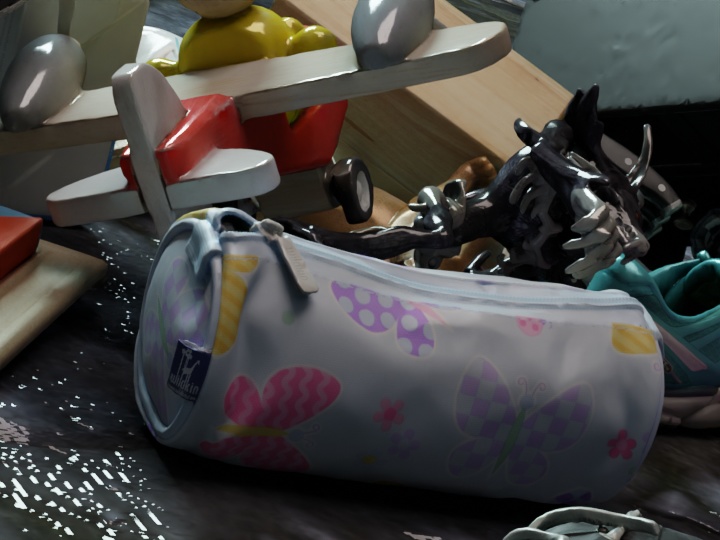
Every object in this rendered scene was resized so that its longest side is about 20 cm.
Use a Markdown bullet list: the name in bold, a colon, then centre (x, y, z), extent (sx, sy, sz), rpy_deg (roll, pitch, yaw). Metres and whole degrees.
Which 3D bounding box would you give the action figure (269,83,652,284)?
- **action figure**: centre (0.061, -0.003, 0.932), extent (0.199, 0.119, 0.102), rpy_deg (-18, 48, -26)

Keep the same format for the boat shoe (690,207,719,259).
- **boat shoe**: centre (0.260, 0.027, 1.143), extent (0.200, 0.071, 0.091), rpy_deg (20, -19, 41)

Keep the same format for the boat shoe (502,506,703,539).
- **boat shoe**: centre (0.068, 0.103, 0.640), extent (0.068, 0.074, 0.199), rpy_deg (26, 15, 19)

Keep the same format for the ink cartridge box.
- **ink cartridge box**: centre (-0.191, -0.112, 1.095), extent (0.068, 0.117, 0.200), rpy_deg (5, 18, -37)

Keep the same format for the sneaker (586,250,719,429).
- **sneaker**: centre (0.176, 0.033, 1.051), extent (0.199, 0.080, 0.077), rpy_deg (6, 17, -42)

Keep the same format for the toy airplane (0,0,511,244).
- **toy airplane**: centre (-0.063, -0.082, 0.942), extent (0.199, 0.142, 0.199), rpy_deg (-9, 2, -25)

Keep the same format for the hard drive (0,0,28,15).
- **hard drive**: centre (-0.213, -0.105, 0.914), extent (0.139, 0.038, 0.200), rpy_deg (-10, 21, 23)

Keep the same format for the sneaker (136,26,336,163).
- **sneaker**: centre (-0.093, -0.082, 1.204), extent (0.199, 0.071, 0.080), rpy_deg (21, 16, 13)

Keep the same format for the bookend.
- **bookend**: centre (0.213, -0.079, 1.224), extent (0.198, 0.093, 0.200), rpy_deg (0, -28, 40)

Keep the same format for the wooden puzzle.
- **wooden puzzle**: centre (-0.206, -0.014, 0.851), extent (0.184, 0.037, 0.200), rpy_deg (18, 13, 5)

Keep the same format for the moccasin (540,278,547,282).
- **moccasin**: centre (0.051, -0.055, 1.274), extent (0.199, 0.069, 0.080), rpy_deg (27, 16, 35)

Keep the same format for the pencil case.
- **pencil case**: centre (0.015, 0.034, 0.822), extent (0.199, 0.091, 0.083), rpy_deg (12, 14, -25)

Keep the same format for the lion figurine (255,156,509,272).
- **lion figurine**: centre (-0.005, -0.026, 1.071), extent (0.199, 0.073, 0.122), rpy_deg (18, 34, 23)

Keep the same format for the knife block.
- **knife block**: centre (0.065, -0.076, 1.125), extent (0.175, 0.201, 0.064), rpy_deg (7, 47, 37)

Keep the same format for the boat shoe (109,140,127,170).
- **boat shoe**: centre (-0.158, -0.113, 1.158), extent (0.074, 0.067, 0.200), rpy_deg (-24, 45, -19)
